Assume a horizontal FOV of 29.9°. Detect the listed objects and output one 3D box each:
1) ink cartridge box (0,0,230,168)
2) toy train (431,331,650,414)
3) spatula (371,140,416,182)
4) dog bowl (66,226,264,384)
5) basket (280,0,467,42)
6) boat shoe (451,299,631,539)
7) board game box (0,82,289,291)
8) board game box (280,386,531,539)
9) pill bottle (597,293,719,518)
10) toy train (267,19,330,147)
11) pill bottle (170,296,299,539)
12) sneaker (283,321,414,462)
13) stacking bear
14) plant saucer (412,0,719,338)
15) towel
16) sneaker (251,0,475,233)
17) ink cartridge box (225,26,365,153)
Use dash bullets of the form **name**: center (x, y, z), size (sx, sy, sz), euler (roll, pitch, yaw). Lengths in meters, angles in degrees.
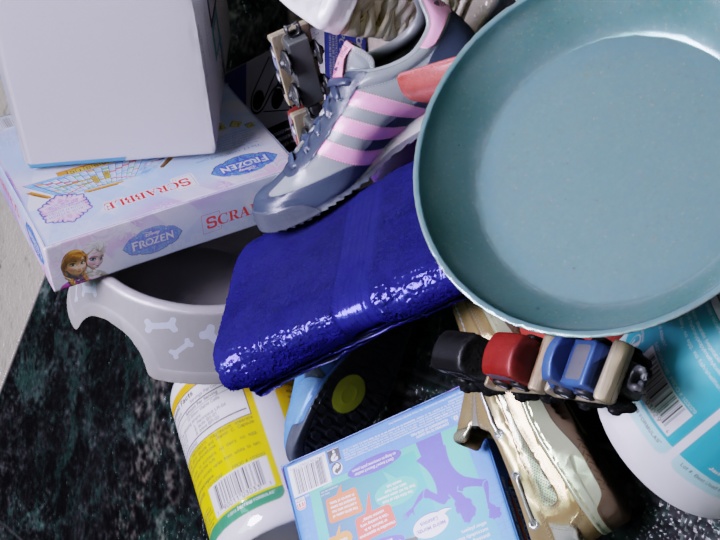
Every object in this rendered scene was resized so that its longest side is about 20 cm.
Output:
- **ink cartridge box**: center (-0.184, -0.196, 1.030), size (0.201, 0.145, 0.147), euler (-93, -2, -54)
- **toy train**: center (0.089, 0.049, 0.721), size (0.034, 0.046, 0.200), euler (-67, 20, -10)
- **spatula**: center (0.068, -0.048, 0.936), size (0.200, 0.020, 0.057), euler (42, 117, 45)
- **dog bowl**: center (-0.123, 0.002, 1.027), size (0.200, 0.199, 0.059), euler (48, 141, 43)
- **basket**: center (-0.004, -0.262, 0.973), size (0.200, 0.123, 0.136), euler (49, 122, 42)
- **boat shoe**: center (0.088, 0.084, 0.837), size (0.076, 0.072, 0.201), euler (-33, 56, 12)
- **board game box**: center (-0.172, -0.081, 1.034), size (0.200, 0.199, 0.041), euler (50, 152, 47)
- **board game box**: center (0.042, 0.195, 0.875), size (0.151, 0.045, 0.201), euler (-25, 63, 19)
- **pill bottle**: center (0.216, 0.028, 0.666), size (0.200, 0.110, 0.111), euler (-49, 50, 36)
- **toy train**: center (-0.033, -0.100, 0.983), size (0.046, 0.034, 0.201), euler (-124, 15, -45)
- **pill bottle**: center (-0.083, 0.124, 1.036), size (0.113, 0.112, 0.201), euler (-49, 50, 37)
- **sneaker**: center (-0.012, 0.044, 0.973), size (0.078, 0.066, 0.201), euler (23, 90, 45)
- **stacking bear**: center (0.116, -0.036, 0.787), size (0.113, 0.121, 0.202), euler (-5, 102, 56)
- **plant saucer**: center (0.124, -0.057, 0.671), size (0.198, 0.036, 0.202), euler (-10, 65, 22)
- **towel**: center (0.000, 0.000, 0.889), size (0.199, 0.050, 0.148), euler (-24, 32, 24)
- **sneaker**: center (-0.008, -0.110, 0.923), size (0.200, 0.082, 0.070), euler (-39, 24, 0)
- **ink cartridge box**: center (-0.071, -0.126, 1.106), size (0.199, 0.044, 0.095), euler (-15, 73, 51)
